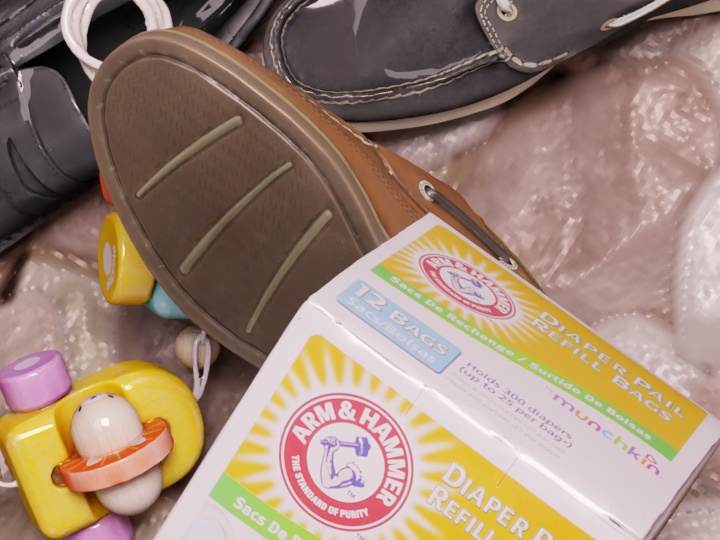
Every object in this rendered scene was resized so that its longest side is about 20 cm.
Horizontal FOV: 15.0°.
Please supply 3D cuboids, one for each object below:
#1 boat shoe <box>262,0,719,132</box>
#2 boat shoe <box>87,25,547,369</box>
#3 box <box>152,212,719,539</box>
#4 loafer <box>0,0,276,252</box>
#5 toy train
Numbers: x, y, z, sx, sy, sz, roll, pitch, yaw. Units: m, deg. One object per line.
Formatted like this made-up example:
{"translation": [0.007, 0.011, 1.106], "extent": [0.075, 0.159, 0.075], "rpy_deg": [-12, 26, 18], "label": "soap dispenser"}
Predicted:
{"translation": [0.059, -0.102, 0.872], "extent": [0.200, 0.068, 0.072], "rpy_deg": [-19, 73, 5], "label": "boat shoe"}
{"translation": [0.000, 0.000, 0.834], "extent": [0.200, 0.068, 0.072], "rpy_deg": [47, 119, -7], "label": "boat shoe"}
{"translation": [-0.002, 0.100, 0.769], "extent": [0.112, 0.101, 0.200], "rpy_deg": [37, 114, 8], "label": "box"}
{"translation": [-0.107, -0.054, 0.913], "extent": [0.201, 0.068, 0.070], "rpy_deg": [-43, 40, -2], "label": "loafer"}
{"translation": [-0.097, 0.012, 0.860], "extent": [0.200, 0.150, 0.056], "rpy_deg": [-50, 22, -5], "label": "toy train"}
